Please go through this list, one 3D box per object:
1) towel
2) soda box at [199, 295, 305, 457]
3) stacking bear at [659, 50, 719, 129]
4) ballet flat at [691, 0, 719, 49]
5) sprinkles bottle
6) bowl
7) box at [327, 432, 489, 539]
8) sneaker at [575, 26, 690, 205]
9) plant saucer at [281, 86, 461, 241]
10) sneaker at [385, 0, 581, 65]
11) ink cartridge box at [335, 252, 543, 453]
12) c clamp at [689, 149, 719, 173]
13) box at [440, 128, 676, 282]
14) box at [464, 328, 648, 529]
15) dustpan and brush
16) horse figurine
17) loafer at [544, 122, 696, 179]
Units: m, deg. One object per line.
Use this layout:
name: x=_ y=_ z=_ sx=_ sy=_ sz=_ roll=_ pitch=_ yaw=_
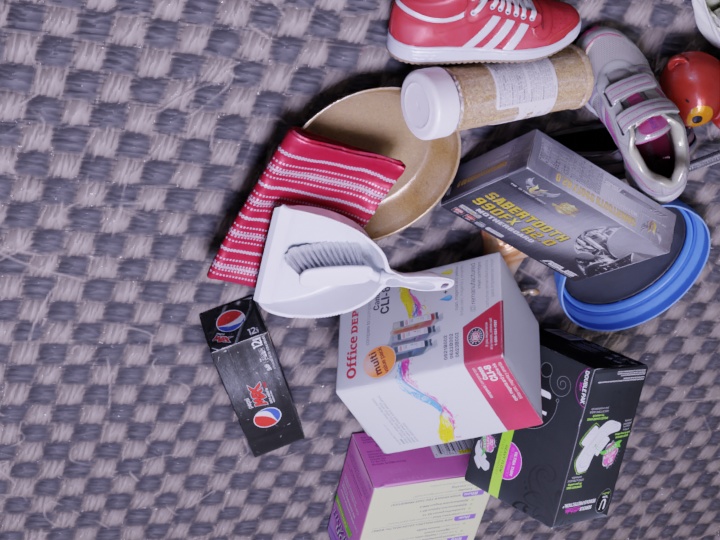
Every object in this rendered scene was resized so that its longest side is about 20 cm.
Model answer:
towel: x=-0.055 y=-0.052 z=1.344 sx=0.144 sy=0.023 sz=0.201 roll=13 pitch=125 yaw=-32
soda box: x=-0.123 y=0.125 z=1.500 sx=0.070 sy=0.064 sz=0.201 roll=-20 pitch=135 yaw=-5
stacking bear: x=0.415 y=-0.184 z=1.386 sx=0.198 sy=0.115 sz=0.122 roll=8 pitch=151 yaw=-4
ballet flat: x=0.377 y=-0.280 z=1.343 sx=0.069 sy=0.070 sz=0.200 roll=-33 pitch=136 yaw=9
sprinkles bottle: x=0.138 y=-0.180 z=1.301 sx=0.198 sy=0.068 sz=0.069 roll=-14 pitch=137 yaw=-28
bowl: x=0.328 y=-0.012 z=1.590 sx=0.199 sy=0.040 sz=0.202 roll=-13 pitch=135 yaw=-13
box: x=0.065 y=0.307 z=1.731 sx=0.174 sy=0.097 sz=0.201 roll=-5 pitch=132 yaw=-20
sneaker: x=0.288 y=-0.163 z=1.343 sx=0.081 sy=0.088 sz=0.201 roll=-31 pitch=94 yaw=0
plant saucer: x=0.006 y=-0.115 z=1.354 sx=0.198 sy=0.036 sz=0.201 roll=-12 pitch=134 yaw=-13
sneaker: x=0.126 y=-0.261 z=1.245 sx=0.198 sy=0.072 sz=0.113 roll=-8 pitch=137 yaw=-14
ink cartridge box: x=0.088 y=0.096 z=1.467 sx=0.198 sy=0.146 sz=0.145 roll=-15 pitch=139 yaw=20
c clamp: x=0.400 y=-0.150 z=1.487 sx=0.199 sy=0.027 sz=0.172 roll=-25 pitch=118 yaw=-2
box: x=0.210 y=-0.064 z=1.389 sx=0.199 sy=0.049 sz=0.158 roll=28 pitch=156 yaw=-24
box: x=0.237 y=0.188 z=1.594 sx=0.124 sy=0.148 sz=0.202 roll=2 pitch=105 yaw=-46
dustpan and brush: x=0.000 y=0.000 z=1.357 sx=0.198 sy=0.057 sz=0.140 roll=-1 pitch=132 yaw=-21
horse figurine: x=0.170 y=0.003 z=1.525 sx=0.131 sy=0.050 sz=0.201 roll=8 pitch=129 yaw=-25
loafer: x=0.265 y=-0.136 z=1.418 sx=0.198 sy=0.072 sz=0.063 roll=-15 pitch=123 yaw=5
